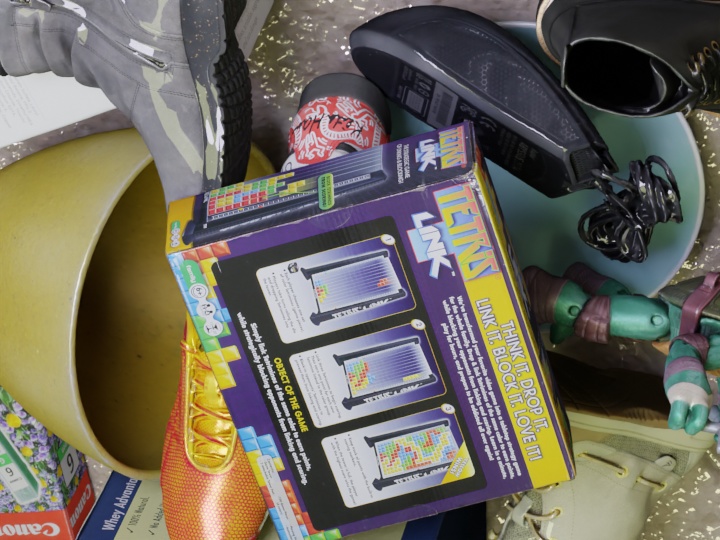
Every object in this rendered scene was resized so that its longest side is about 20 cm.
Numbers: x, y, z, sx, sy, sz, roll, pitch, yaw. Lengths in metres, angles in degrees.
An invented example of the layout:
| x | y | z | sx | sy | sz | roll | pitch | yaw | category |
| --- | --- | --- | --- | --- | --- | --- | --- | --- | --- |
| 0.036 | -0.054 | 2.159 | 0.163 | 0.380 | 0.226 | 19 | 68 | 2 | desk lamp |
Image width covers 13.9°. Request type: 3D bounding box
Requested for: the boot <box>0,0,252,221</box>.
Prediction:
| x | y | z | sx | sy | sz | roll | pitch | yaw | category |
| --- | --- | --- | --- | --- | --- | --- | --- | --- | --- |
| -0.126 | -0.100 | 1.537 | 0.131 | 0.070 | 0.201 | 6 | 116 | 10 | boot |

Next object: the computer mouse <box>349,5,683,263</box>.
| x | y | z | sx | sy | sz | roll | pitch | yaw | category |
| --- | --- | --- | --- | --- | --- | --- | --- | --- | --- |
| 0.087 | -0.085 | 1.582 | 0.200 | 0.053 | 0.139 | 34 | 167 | 1 | computer mouse |

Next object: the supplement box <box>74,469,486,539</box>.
| x | y | z | sx | sy | sz | roll | pitch | yaw | category |
| --- | --- | --- | --- | --- | --- | --- | --- | --- | --- |
| -0.041 | 0.168 | 1.729 | 0.199 | 0.200 | 0.135 | 5 | 121 | 12 | supplement box |

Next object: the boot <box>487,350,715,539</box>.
| x | y | z | sx | sy | sz | roll | pitch | yaw | category |
| --- | --- | --- | --- | --- | --- | --- | --- | --- | --- |
| 0.100 | 0.126 | 1.680 | 0.200 | 0.072 | 0.155 | 12 | 115 | -40 | boot |

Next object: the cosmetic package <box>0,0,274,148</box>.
| x | y | z | sx | sy | sz | roll | pitch | yaw | category |
| --- | --- | --- | --- | --- | --- | --- | --- | --- | --- |
| -0.151 | -0.140 | 1.617 | 0.200 | 0.113 | 0.081 | -15 | 118 | 24 | cosmetic package |

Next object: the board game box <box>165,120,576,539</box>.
| x | y | z | sx | sy | sz | roll | pitch | yaw | category |
| --- | --- | --- | --- | --- | --- | --- | --- | --- | --- |
| 0.007 | 0.036 | 1.534 | 0.165 | 0.057 | 0.200 | -15 | 121 | 7 | board game box |

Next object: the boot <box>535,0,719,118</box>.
| x | y | z | sx | sy | sz | roll | pitch | yaw | category |
| --- | --- | --- | --- | --- | --- | --- | --- | --- | --- |
| 0.190 | -0.099 | 1.528 | 0.199 | 0.138 | 0.078 | 5 | 107 | 0 | boot |

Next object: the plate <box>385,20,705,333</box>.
| x | y | z | sx | sy | sz | roll | pitch | yaw | category |
| --- | --- | --- | --- | --- | --- | --- | --- | --- | --- |
| 0.095 | -0.055 | 1.661 | 0.200 | 0.026 | 0.201 | 7 | 123 | 11 | plate |

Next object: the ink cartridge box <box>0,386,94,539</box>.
| x | y | z | sx | sy | sz | roll | pitch | yaw | category |
| --- | --- | --- | --- | --- | --- | --- | --- | --- | --- |
| -0.228 | 0.132 | 1.842 | 0.109 | 0.050 | 0.200 | -3 | 120 | 16 | ink cartridge box |

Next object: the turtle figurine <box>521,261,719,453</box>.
| x | y | z | sx | sy | sz | roll | pitch | yaw | category |
| --- | --- | --- | --- | --- | --- | --- | --- | --- | --- |
| 0.183 | 0.048 | 1.595 | 0.200 | 0.150 | 0.101 | 21 | 84 | 28 | turtle figurine |

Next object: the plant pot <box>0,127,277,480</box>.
| x | y | z | sx | sy | sz | roll | pitch | yaw | category |
| --- | --- | --- | --- | --- | --- | --- | --- | --- | --- |
| -0.152 | 0.006 | 1.679 | 0.142 | 0.200 | 0.200 | 14 | 127 | 33 | plant pot |

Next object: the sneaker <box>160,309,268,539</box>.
| x | y | z | sx | sy | sz | roll | pitch | yaw | category |
| --- | --- | --- | --- | --- | --- | --- | --- | --- | --- |
| -0.079 | 0.064 | 1.614 | 0.073 | 0.077 | 0.201 | 3 | 81 | 20 | sneaker |

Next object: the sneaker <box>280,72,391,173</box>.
| x | y | z | sx | sy | sz | roll | pitch | yaw | category |
| --- | --- | --- | --- | --- | --- | --- | --- | --- | --- |
| -0.001 | 0.000 | 1.625 | 0.067 | 0.108 | 0.202 | -2 | 134 | 18 | sneaker |
